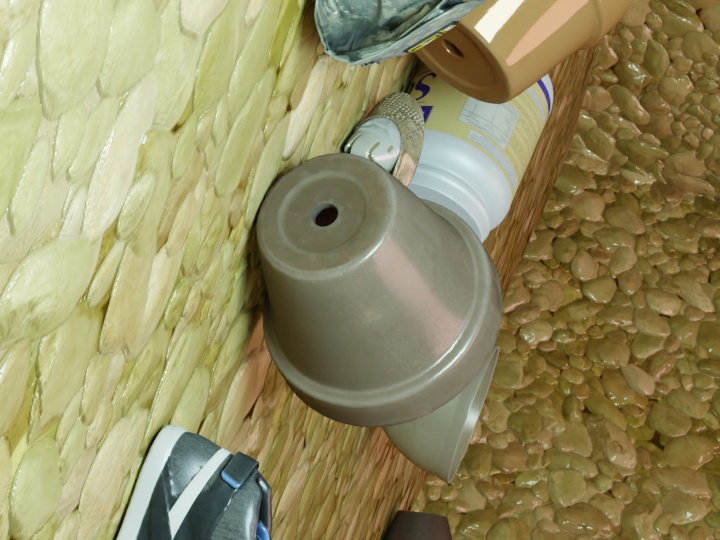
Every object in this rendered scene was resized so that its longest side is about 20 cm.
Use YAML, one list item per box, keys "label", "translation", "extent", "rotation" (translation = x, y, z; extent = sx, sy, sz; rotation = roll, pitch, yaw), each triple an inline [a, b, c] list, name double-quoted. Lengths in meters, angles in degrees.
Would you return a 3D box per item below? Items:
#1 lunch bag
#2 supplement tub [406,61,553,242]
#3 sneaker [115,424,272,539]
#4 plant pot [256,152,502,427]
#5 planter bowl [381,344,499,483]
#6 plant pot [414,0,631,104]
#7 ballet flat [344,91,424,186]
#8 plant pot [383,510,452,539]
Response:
- label: "lunch bag"
  translation: [0.044, -0.240, 1.254]
  extent: [0.201, 0.117, 0.164]
  rotation: [-66, 174, 14]
- label: "supplement tub"
  translation: [0.099, -0.126, 1.700]
  extent: [0.146, 0.144, 0.201]
  rotation: [94, 18, -59]
- label: "sneaker"
  translation: [-0.127, 0.225, 1.232]
  extent: [0.073, 0.111, 0.201]
  rotation: [-1, 110, -79]
- label: "plant pot"
  translation: [0.000, 0.000, 1.339]
  extent: [0.201, 0.199, 0.175]
  rotation: [-66, 153, -22]
- label: "planter bowl"
  translation: [0.096, 0.175, 2.329]
  extent: [0.200, 0.134, 0.202]
  rotation: [20, 90, -81]
- label: "plant pot"
  translation: [0.122, -0.245, 1.510]
  extent: [0.140, 0.200, 0.200]
  rotation: [-50, 166, -13]
- label: "ballet flat"
  translation: [0.004, -0.077, 1.512]
  extent: [0.065, 0.070, 0.201]
  rotation: [47, 59, -63]
- label: "plant pot"
  translation: [0.100, 0.540, 3.057]
  extent: [0.187, 0.185, 0.202]
  rotation: [58, 38, -78]
